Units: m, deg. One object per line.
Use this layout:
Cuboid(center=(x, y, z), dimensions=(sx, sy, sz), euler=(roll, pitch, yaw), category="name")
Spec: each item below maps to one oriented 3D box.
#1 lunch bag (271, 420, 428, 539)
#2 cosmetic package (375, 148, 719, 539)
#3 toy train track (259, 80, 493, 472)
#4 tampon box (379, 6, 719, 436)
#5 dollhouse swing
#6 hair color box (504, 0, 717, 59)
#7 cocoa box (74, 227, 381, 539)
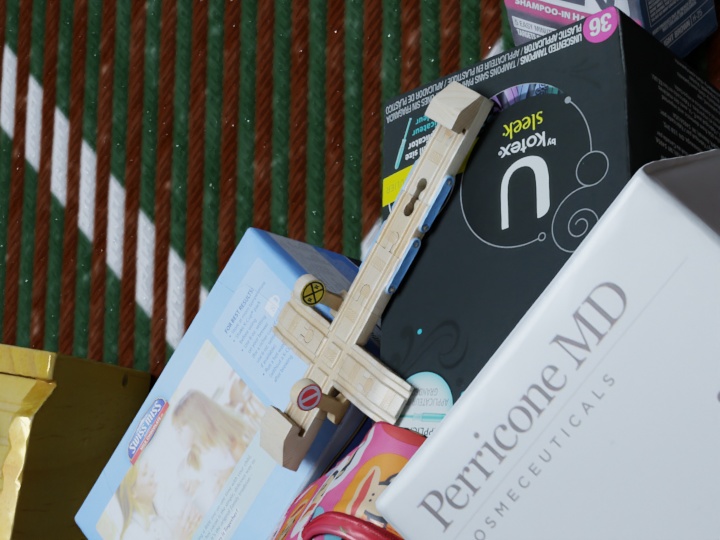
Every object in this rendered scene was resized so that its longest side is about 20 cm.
Cuboid(center=(0.043, 0.159, 0.921), dimensions=(0.082, 0.175, 0.200), euler=(-58, 3, -27), category="lunch bag")
Cuboid(center=(0.147, 0.082, 0.755), dimensions=(0.200, 0.165, 0.165), euler=(42, 109, 13), category="cosmetic package")
Cuboid(center=(0.000, 0.000, 0.964), dimensions=(0.115, 0.032, 0.201), euler=(35, 99, 51), category="toy train track")
Cuboid(center=(0.102, 0.007, 0.978), dimensions=(0.149, 0.126, 0.202), euler=(-20, 57, 35), category="tampon box")
Cuboid(center=(-0.241, 0.145, 1.246), dimensions=(0.174, 0.182, 0.202), euler=(8, 85, 22), category="dollhouse swing")
Cuboid(center=(0.109, -0.200, 1.005), dimensions=(0.100, 0.201, 0.060), euler=(21, 50, 42), category="hair color box")
Cuboid(center=(-0.034, 0.103, 1.087), dimensions=(0.133, 0.131, 0.201), euler=(44, 108, 40), category="cocoa box")
